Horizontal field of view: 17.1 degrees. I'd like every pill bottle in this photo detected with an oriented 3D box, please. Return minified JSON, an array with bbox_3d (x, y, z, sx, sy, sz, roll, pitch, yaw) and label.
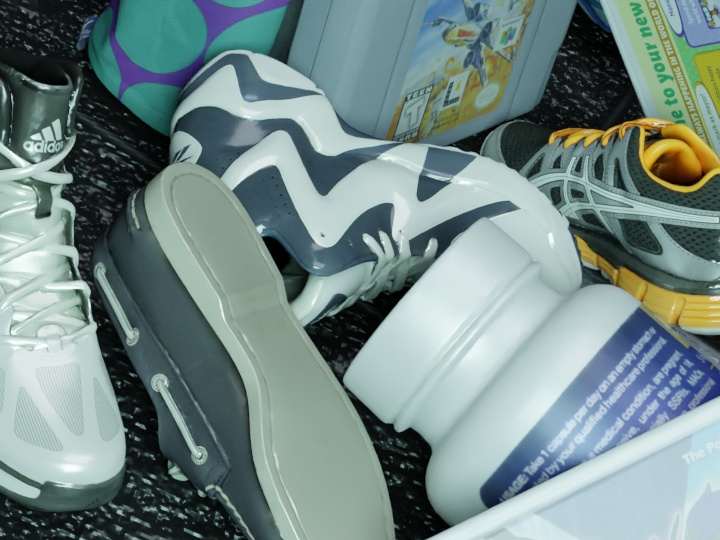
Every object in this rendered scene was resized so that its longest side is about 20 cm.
[{"bbox_3d":[0.096,0.077,0.957,0.200,0.120,0.120,41,39,6],"label":"pill bottle"}]

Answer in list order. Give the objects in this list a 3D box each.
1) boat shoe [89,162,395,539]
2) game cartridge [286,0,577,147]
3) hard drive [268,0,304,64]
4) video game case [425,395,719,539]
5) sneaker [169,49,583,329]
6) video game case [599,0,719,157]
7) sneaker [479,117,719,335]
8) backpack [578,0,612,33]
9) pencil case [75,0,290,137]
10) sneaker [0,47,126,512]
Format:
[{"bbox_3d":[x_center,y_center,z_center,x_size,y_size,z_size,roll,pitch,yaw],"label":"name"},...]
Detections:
[{"bbox_3d":[-0.049,0.058,0.950,0.073,0.063,0.201,-6,67,-57],"label":"boat shoe"},{"bbox_3d":[0.041,-0.118,1.140,0.041,0.134,0.200,39,39,23],"label":"game cartridge"},{"bbox_3d":[-0.083,-0.191,1.136,0.199,0.140,0.033,29,37,-1],"label":"hard drive"},{"bbox_3d":[0.139,0.144,0.872,0.199,0.023,0.183,-25,80,-7],"label":"video game case"},{"bbox_3d":[0.000,0.000,1.035,0.199,0.079,0.130,31,48,-18],"label":"sneaker"},{"bbox_3d":[0.208,-0.113,1.121,0.022,0.181,0.201,-55,128,-48],"label":"video game case"},{"bbox_3d":[0.127,-0.038,1.118,0.078,0.078,0.200,-6,24,-34],"label":"sneaker"},{"bbox_3d":[0.135,-0.249,1.306,0.146,0.183,0.200,-3,43,-36],"label":"backpack"},{"bbox_3d":[-0.057,-0.155,1.064,0.085,0.200,0.093,20,42,-11],"label":"pencil case"},{"bbox_3d":[-0.137,-0.011,0.922,0.075,0.116,0.201,-7,51,-37],"label":"sneaker"}]
